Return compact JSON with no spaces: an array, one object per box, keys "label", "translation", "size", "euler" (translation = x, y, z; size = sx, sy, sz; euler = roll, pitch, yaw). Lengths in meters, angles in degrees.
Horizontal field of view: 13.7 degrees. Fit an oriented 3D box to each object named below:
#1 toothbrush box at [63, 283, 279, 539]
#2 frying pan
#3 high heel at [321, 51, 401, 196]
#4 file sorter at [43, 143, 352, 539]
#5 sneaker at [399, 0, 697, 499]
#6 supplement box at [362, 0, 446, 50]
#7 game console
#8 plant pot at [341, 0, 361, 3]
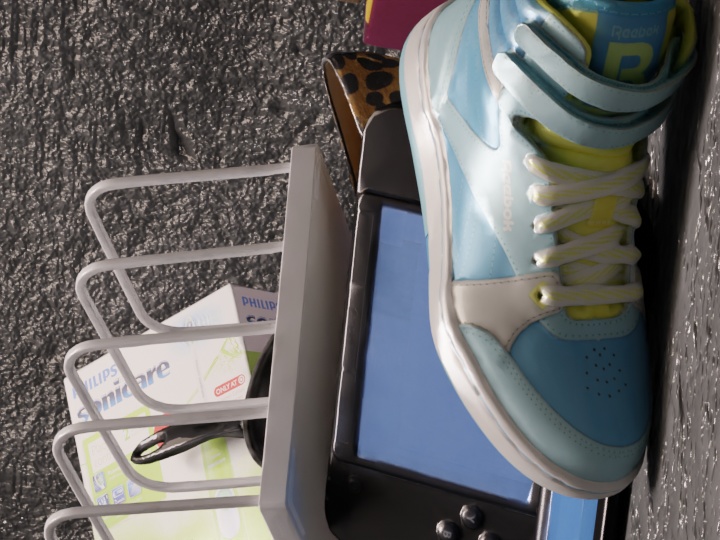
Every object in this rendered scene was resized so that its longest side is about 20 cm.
[{"label":"toothbrush box","translation":[-0.075,0.130,1.694],"size":[0.145,0.086,0.201],"euler":[-28,64,36]},{"label":"frying pan","translation":[-0.043,0.082,1.592],"size":[0.190,0.031,0.115],"euler":[-44,37,20]},{"label":"high heel","translation":[0.000,0.000,1.397],"size":[0.201,0.142,0.071],"euler":[-58,15,-26]},{"label":"file sorter","translation":[-0.068,0.067,1.412],"size":[0.139,0.124,0.201],"euler":[68,-160,-51]},{"label":"sneaker","translation":[0.078,-0.028,1.061],"size":[0.131,0.079,0.201],"euler":[-43,58,55]},{"label":"supplement box","translation":[0.062,-0.245,1.801],"size":[0.131,0.102,0.201],"euler":[106,169,-73]},{"label":"game console","translation":[0.048,0.049,1.211],"size":[0.116,0.175,0.201],"euler":[-21,-58,-60]},{"label":"plant pot","translation":[-0.072,-0.269,1.790],"size":[0.200,0.172,0.201],"euler":[-174,90,-88]}]
